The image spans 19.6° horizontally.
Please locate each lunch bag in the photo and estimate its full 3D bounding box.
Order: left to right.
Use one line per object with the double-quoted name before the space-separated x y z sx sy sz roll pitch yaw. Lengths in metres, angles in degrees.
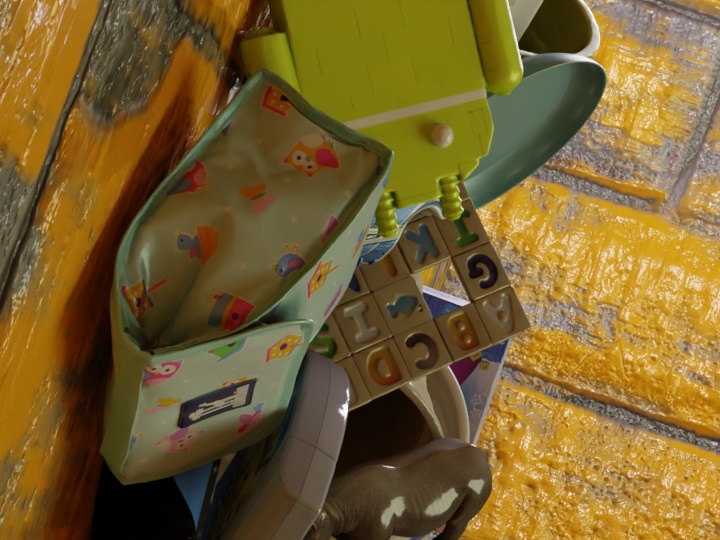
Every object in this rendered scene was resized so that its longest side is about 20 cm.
"lunch bag" -0.078 0.016 1.189 0.201 0.121 0.171 -56 174 -30

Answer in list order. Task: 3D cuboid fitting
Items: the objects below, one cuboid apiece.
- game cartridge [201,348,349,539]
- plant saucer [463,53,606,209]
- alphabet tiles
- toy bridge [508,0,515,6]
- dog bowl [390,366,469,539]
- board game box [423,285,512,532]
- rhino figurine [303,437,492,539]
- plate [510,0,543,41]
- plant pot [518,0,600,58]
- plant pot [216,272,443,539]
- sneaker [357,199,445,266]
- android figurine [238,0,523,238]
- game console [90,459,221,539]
"game cartridge" -0.053 0.128 1.266 0.134 0.040 0.200 -54 -170 18
"plant saucer" 0.095 -0.100 1.559 0.199 0.028 0.200 -30 160 -12
"alphabet tiles" 0.000 0.000 1.415 0.199 0.168 0.008 -22 172 -24
"toy bridge" 0.081 -0.185 1.372 0.067 0.027 0.201 -20 140 -57
"dog bowl" -0.011 0.142 1.732 0.079 0.198 0.202 101 11 -69
"board game box" 0.017 0.106 1.871 0.041 0.198 0.201 -26 134 -78
"rhino figurine" 0.006 0.161 1.398 0.198 0.060 0.088 -10 137 -33
"plate" 0.095 -0.224 1.431 0.201 0.032 0.199 -60 161 11
"plant pot" 0.060 -0.151 1.660 0.191 0.199 0.200 -61 179 30
"plant pot" -0.027 0.064 1.532 0.184 0.198 0.202 -79 -178 -47
"sneaker" -0.020 -0.031 1.369 0.076 0.199 0.078 25 -39 62
"android figurine" 0.015 -0.124 1.306 0.041 0.180 0.202 178 -101 -71
"game console" -0.113 0.181 1.334 0.176 0.115 0.202 54 -42 47
